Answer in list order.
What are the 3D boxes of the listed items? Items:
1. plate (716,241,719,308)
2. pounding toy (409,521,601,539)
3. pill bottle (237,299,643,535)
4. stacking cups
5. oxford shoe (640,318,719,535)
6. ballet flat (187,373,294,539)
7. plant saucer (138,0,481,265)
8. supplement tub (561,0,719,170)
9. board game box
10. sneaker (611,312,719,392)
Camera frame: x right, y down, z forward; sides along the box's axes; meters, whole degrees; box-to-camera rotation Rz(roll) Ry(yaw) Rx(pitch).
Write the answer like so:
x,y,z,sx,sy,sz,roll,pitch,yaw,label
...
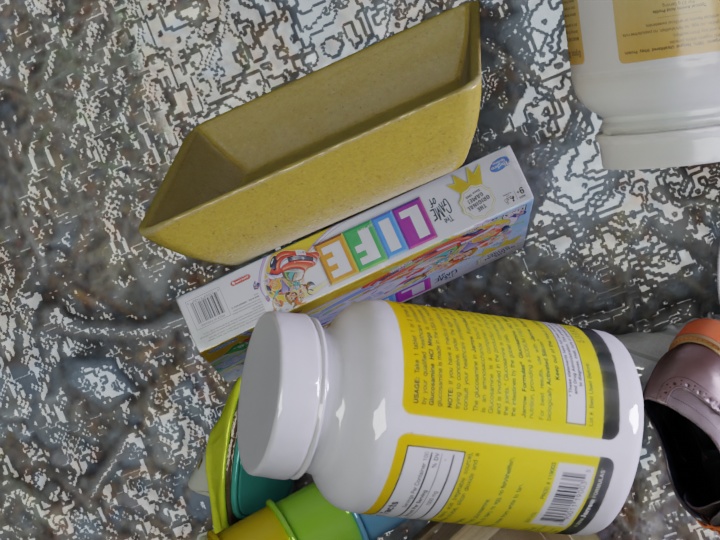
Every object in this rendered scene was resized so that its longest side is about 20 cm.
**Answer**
x,y,z,sx,sy,sz,roll,pitch,yaw,label
0.294,0.014,1.036,0.198,0.026,0.203,3,76,-10,plate
0.050,0.231,1.069,0.200,0.142,0.185,-39,91,-21,pounding toy
0.040,0.076,0.965,0.198,0.112,0.114,9,100,-17,pill bottle
0.006,0.132,1.088,0.199,0.060,0.061,-30,93,-14,stacking cups
0.209,0.129,1.000,0.071,0.072,0.201,-12,113,53,oxford shoe
-0.076,0.153,1.131,0.067,0.067,0.203,3,101,38,ballet flat
-0.014,-0.072,1.023,0.198,0.200,0.049,-24,107,12,plant saucer
0.181,-0.163,1.000,0.143,0.144,0.202,-7,97,10,supplement tub
0.000,0.000,1.035,0.198,0.135,0.035,-25,80,-1,board game box
0.214,0.051,1.068,0.198,0.075,0.082,9,90,1,sneaker
